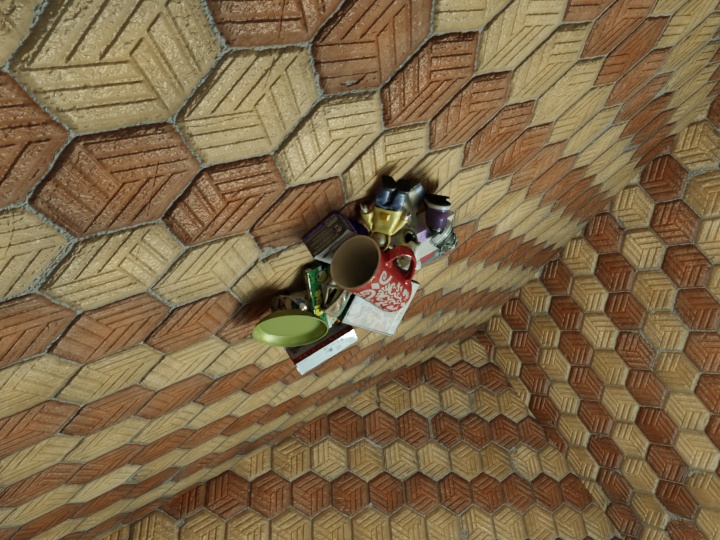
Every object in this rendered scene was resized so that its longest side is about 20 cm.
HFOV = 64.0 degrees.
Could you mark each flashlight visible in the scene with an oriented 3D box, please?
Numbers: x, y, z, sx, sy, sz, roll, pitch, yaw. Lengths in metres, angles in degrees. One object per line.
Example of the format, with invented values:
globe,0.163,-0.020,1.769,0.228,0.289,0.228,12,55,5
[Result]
flashlight,0.193,-0.043,1.887,0.199,0.068,0.068,-34,163,-19

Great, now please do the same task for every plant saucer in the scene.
plant saucer,-0.184,0.148,1.508,0.198,0.031,0.200,-6,152,-3

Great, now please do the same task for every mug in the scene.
mug,0.053,0.021,1.367,0.200,0.176,0.135,38,63,-52

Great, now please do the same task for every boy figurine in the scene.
boy figurine,0.054,-0.128,1.375,0.123,0.065,0.201,13,128,-9

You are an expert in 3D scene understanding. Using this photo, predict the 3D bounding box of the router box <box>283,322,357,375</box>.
router box,-0.134,0.199,1.733,0.199,0.179,0.049,-31,126,-13

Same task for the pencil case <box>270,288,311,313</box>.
pencil case,-0.145,0.080,1.579,0.199,0.078,0.090,-20,157,-37

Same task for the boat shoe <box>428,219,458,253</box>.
boat shoe,0.240,-0.091,1.595,0.072,0.071,0.200,-54,176,-1

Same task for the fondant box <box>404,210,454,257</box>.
fondant box,0.189,-0.106,1.731,0.144,0.058,0.200,-29,159,-17

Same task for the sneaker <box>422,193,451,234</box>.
sneaker,0.191,-0.147,1.501,0.200,0.075,0.088,-66,163,-73

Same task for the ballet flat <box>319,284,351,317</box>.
ballet flat,-0.047,0.041,1.486,0.067,0.068,0.201,21,117,-21

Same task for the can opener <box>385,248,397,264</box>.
can opener,0.078,-0.012,1.693,0.078,0.064,0.201,20,118,-22

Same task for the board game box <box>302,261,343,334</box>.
board game box,-0.094,0.067,1.551,0.104,0.023,0.201,-29,128,-30

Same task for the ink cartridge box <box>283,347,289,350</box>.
ink cartridge box,-0.159,0.143,1.694,0.199,0.037,0.095,-32,120,-14

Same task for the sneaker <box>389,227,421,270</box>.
sneaker,0.114,-0.080,1.504,0.074,0.200,0.082,-2,121,-19

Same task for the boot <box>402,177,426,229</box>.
boot,0.138,-0.169,1.474,0.097,0.075,0.200,-36,159,12

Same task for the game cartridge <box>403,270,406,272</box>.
game cartridge,0.079,0.044,1.729,0.038,0.130,0.201,29,97,-30

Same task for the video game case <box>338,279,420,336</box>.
video game case,0.057,0.088,1.637,0.199,0.025,0.182,19,103,-38

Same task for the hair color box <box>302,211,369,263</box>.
hair color box,-0.047,-0.070,1.416,0.109,0.065,0.200,-39,162,13
